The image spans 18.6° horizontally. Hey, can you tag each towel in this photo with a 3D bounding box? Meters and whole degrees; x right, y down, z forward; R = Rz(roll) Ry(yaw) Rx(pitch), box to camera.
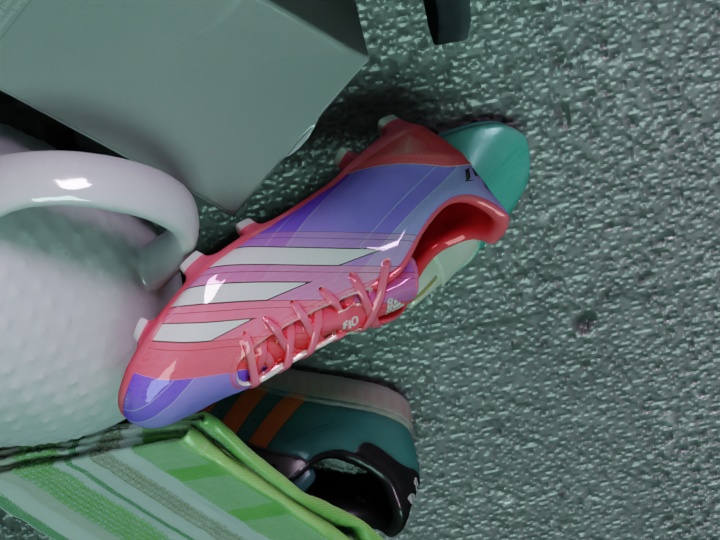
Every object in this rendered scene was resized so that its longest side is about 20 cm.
[{"bbox_3d":[-0.090,0.117,1.087,0.149,0.031,0.199,37,148,-31],"label":"towel"}]

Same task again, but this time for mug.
[{"bbox_3d":[-0.157,-0.002,0.972,0.175,0.149,0.200,18,148,-39],"label":"mug"}]

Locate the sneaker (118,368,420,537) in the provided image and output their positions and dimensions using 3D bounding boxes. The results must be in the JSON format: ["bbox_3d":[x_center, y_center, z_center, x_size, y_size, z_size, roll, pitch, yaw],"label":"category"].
[{"bbox_3d":[-0.064,0.094,1.122,0.199,0.080,0.072,5,132,-13],"label":"sneaker"}]

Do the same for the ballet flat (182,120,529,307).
[{"bbox_3d":[0.000,0.000,1.061,0.199,0.071,0.067,-27,126,13],"label":"ballet flat"}]

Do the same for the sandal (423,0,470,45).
[{"bbox_3d":[0.003,-0.179,0.907,0.043,0.076,0.201,-18,129,7],"label":"sandal"}]

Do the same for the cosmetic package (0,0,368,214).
[{"bbox_3d":[-0.105,-0.121,0.936,0.199,0.090,0.107,29,120,-32],"label":"cosmetic package"}]

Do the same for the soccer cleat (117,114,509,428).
[{"bbox_3d":[-0.021,0.009,0.971,0.200,0.076,0.067,-41,157,-26],"label":"soccer cleat"}]
